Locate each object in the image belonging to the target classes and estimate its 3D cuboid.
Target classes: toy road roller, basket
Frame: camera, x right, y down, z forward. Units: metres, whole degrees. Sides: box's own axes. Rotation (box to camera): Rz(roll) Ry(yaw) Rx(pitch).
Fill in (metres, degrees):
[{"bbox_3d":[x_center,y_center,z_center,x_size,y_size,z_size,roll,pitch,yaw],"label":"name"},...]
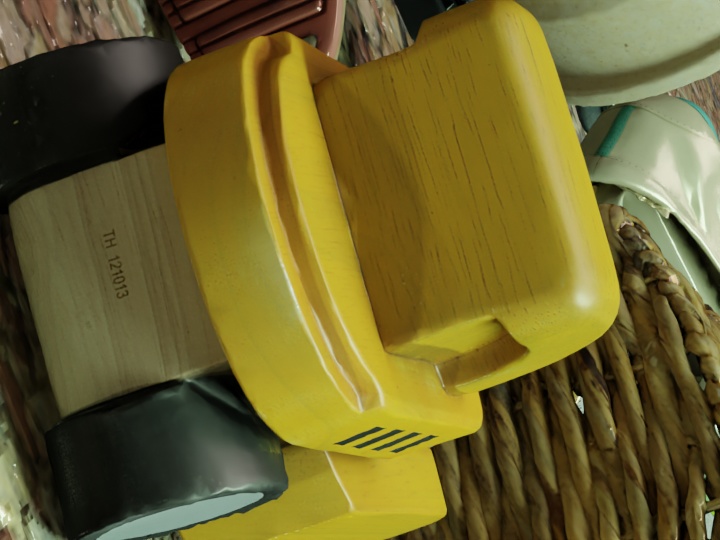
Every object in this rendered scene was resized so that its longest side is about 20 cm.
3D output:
[{"bbox_3d":[0.000,0.000,0.711,0.200,0.145,0.124,18,56,-71],"label":"toy road roller"},{"bbox_3d":[0.080,0.098,0.881,0.149,0.142,0.201,50,27,-51],"label":"basket"}]

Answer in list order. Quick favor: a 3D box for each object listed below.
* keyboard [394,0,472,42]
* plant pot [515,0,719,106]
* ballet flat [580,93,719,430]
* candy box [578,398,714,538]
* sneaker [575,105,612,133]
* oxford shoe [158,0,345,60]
[{"bbox_3d":[0.003,-0.155,1.046,0.127,0.021,0.201,36,24,-48],"label":"keyboard"},{"bbox_3d":[0.073,-0.192,0.936,0.183,0.200,0.201,44,29,-33],"label":"plant pot"},{"bbox_3d":[0.131,0.029,1.042,0.201,0.069,0.070,63,18,-18],"label":"ballet flat"},{"bbox_3d":[0.110,0.076,1.138,0.168,0.071,0.201,-71,140,-65],"label":"candy box"},{"bbox_3d":[0.080,-0.105,1.203,0.200,0.095,0.080,-98,-176,-65],"label":"sneaker"},{"bbox_3d":[-0.034,-0.133,0.888,0.075,0.070,0.201,47,29,-61],"label":"oxford shoe"}]
